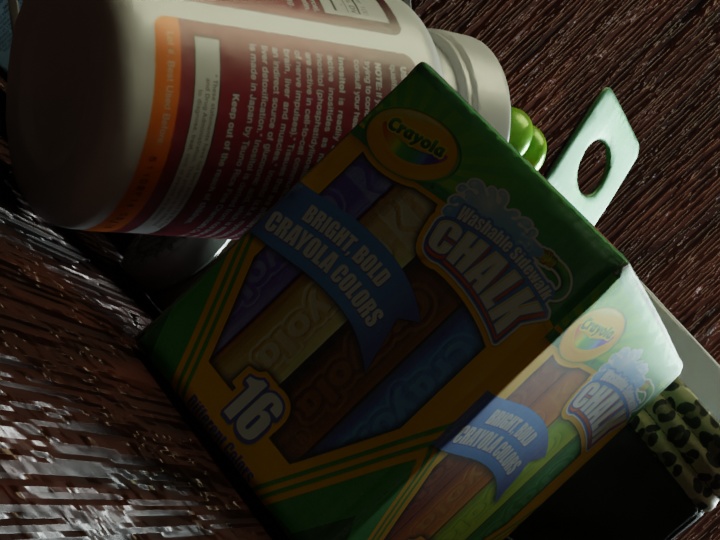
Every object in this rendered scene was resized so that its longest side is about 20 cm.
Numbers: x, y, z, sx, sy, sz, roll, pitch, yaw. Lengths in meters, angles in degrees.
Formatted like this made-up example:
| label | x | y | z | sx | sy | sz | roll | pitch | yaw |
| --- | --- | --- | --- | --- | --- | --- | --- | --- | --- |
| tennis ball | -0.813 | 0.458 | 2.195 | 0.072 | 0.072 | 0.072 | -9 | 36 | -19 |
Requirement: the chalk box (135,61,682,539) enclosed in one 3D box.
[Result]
| label | x | y | z | sx | sy | sz | roll | pitch | yaw |
| --- | --- | --- | --- | --- | --- | --- | --- | --- | --- |
| chalk box | 0.039 | 0.017 | 0.655 | 0.124 | 0.200 | 0.125 | 48 | 3 | 30 |

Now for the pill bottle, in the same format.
| label | x | y | z | sx | sy | sz | roll | pitch | yaw |
| --- | --- | --- | --- | --- | --- | --- | --- | --- | --- |
| pill bottle | -0.038 | -0.068 | 0.706 | 0.198 | 0.114 | 0.113 | 4 | 30 | -34 |

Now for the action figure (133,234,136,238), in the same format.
| label | x | y | z | sx | sy | sz | roll | pitch | yaw |
| --- | --- | --- | --- | --- | --- | --- | --- | --- | --- |
| action figure | -0.089 | -0.022 | 0.878 | 0.201 | 0.051 | 0.065 | 56 | 0 | 22 |

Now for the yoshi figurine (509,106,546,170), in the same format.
| label | x | y | z | sx | sy | sz | roll | pitch | yaw |
| --- | --- | --- | --- | --- | --- | --- | --- | --- | --- |
| yoshi figurine | 0.013 | -0.023 | 0.934 | 0.112 | 0.200 | 0.112 | 46 | 2 | 4 |

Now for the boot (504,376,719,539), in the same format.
| label | x | y | z | sx | sy | sz | roll | pitch | yaw |
| --- | --- | --- | --- | --- | --- | --- | --- | --- | --- |
| boot | 0.071 | 0.082 | 0.776 | 0.204 | 0.154 | 0.073 | 49 | 2 | 42 |

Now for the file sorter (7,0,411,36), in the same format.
| label | x | y | z | sx | sy | sz | roll | pitch | yaw |
| --- | --- | --- | --- | --- | --- | --- | --- | --- | --- |
| file sorter | -0.080 | -0.146 | 0.829 | 0.139 | 0.197 | 0.126 | -128 | -148 | -69 |

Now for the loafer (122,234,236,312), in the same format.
| label | x | y | z | sx | sy | sz | roll | pitch | yaw |
| --- | --- | --- | --- | --- | --- | --- | --- | --- | --- |
| loafer | -0.048 | -0.025 | 0.820 | 0.070 | 0.075 | 0.200 | 62 | 35 | -17 |

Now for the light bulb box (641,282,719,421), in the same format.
| label | x | y | z | sx | sy | sz | roll | pitch | yaw |
| --- | --- | --- | --- | --- | --- | --- | --- | --- | --- |
| light bulb box | 0.119 | 0.090 | 1.085 | 0.198 | 0.200 | 0.125 | 47 | 1 | 16 |

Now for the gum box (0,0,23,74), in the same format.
| label | x | y | z | sx | sy | sz | roll | pitch | yaw |
| --- | --- | --- | --- | --- | --- | --- | --- | --- | --- |
| gum box | -0.205 | -0.153 | 1.005 | 0.200 | 0.044 | 0.170 | 48 | 1 | -32 |
